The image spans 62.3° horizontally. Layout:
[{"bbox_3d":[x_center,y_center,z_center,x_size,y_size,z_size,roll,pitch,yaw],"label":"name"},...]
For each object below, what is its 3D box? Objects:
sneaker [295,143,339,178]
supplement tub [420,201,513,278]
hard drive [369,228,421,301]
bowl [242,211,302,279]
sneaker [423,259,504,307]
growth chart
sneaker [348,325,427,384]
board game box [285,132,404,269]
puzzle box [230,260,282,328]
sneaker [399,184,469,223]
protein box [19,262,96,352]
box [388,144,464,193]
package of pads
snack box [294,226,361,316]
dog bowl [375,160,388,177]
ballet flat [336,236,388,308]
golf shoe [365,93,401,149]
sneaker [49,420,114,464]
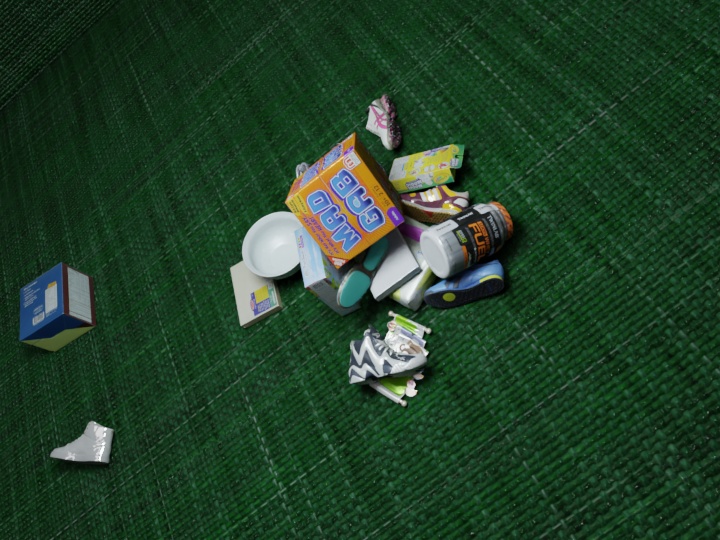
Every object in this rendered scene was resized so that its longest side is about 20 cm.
[{"bbox_3d":[-0.114,-0.293,1.700,0.075,0.113,0.203,13,75,47],"label":"sneaker"},{"bbox_3d":[0.247,-0.076,1.379,0.198,0.124,0.123,-27,54,-17],"label":"supplement tub"},{"bbox_3d":[0.055,-0.039,1.474,0.131,0.026,0.202,-36,52,12],"label":"hard drive"},{"bbox_3d":[-0.222,-0.054,1.658,0.197,0.091,0.205,-6,61,11],"label":"bowl"},{"bbox_3d":[0.243,0.029,1.406,0.197,0.066,0.079,-19,45,21],"label":"sneaker"},{"bbox_3d":[0.095,0.210,1.424,0.143,0.018,0.203,15,77,32],"label":"growth chart"},{"bbox_3d":[0.057,0.185,1.395,0.196,0.079,0.132,-19,69,30],"label":"sneaker"},{"bbox_3d":[-0.033,-0.170,1.420,0.198,0.201,0.201,-34,18,13],"label":"board game box"},{"bbox_3d":[-0.300,0.049,1.702,0.131,0.025,0.203,-26,58,14],"label":"puzzle box"},{"bbox_3d":[0.184,-0.177,1.528,0.197,0.075,0.091,16,67,26],"label":"sneaker"},{"bbox_3d":[-1.004,0.123,1.976,0.196,0.135,0.203,-29,57,14],"label":"protein box"},{"bbox_3d":[0.176,-0.267,1.559,0.197,0.049,0.118,-11,38,26],"label":"box"},{"bbox_3d":[0.125,-0.019,1.482,0.153,0.068,0.202,28,83,36],"label":"package of pads"},{"bbox_3d":[-0.081,0.000,1.501,0.067,0.200,0.171,-24,56,17],"label":"snack box"},{"bbox_3d":[-0.020,-0.207,1.581,0.196,0.079,0.205,2,98,11],"label":"dog bowl"},{"bbox_3d":[0.000,0.000,1.440,0.074,0.074,0.202,29,82,34],"label":"ballet flat"},{"bbox_3d":[0.063,-0.408,1.697,0.091,0.073,0.203,-26,48,22],"label":"golf shoe"},{"bbox_3d":[-0.805,0.501,1.741,0.196,0.074,0.118,-3,64,16],"label":"sneaker"}]
